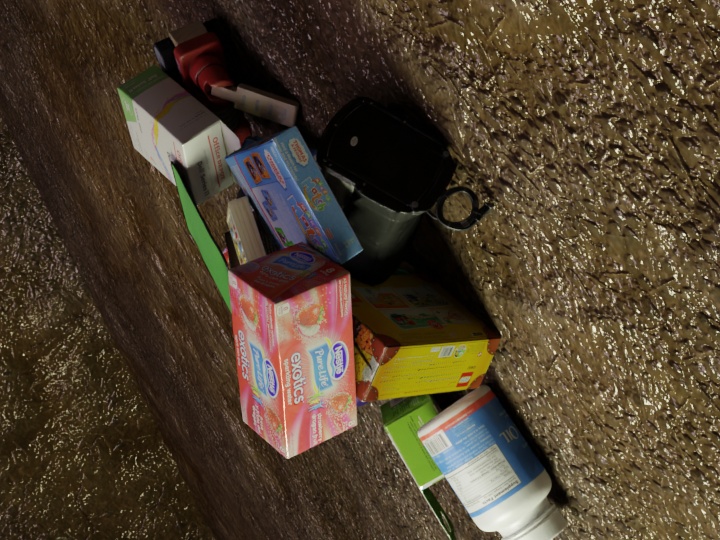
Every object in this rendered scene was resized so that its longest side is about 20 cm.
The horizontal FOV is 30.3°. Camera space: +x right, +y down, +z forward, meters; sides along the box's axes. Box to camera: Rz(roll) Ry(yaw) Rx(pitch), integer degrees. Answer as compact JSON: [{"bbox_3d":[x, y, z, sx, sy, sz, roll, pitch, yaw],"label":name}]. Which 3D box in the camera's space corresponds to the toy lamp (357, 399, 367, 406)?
[{"bbox_3d":[0.003,0.089,1.715,0.058,0.058,0.201,43,139,35],"label":"toy lamp"}]

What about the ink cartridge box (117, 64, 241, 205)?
[{"bbox_3d":[-0.234,-0.170,1.769,0.200,0.067,0.118,40,153,34],"label":"ink cartridge box"}]

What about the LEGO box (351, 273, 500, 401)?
[{"bbox_3d":[0.042,0.074,1.568,0.149,0.199,0.078,41,119,38],"label":"LEGO box"}]

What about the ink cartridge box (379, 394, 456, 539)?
[{"bbox_3d":[0.108,0.263,1.801,0.201,0.075,0.148,59,-178,-5],"label":"ink cartridge box"}]

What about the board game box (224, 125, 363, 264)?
[{"bbox_3d":[-0.078,-0.077,1.488,0.152,0.036,0.200,61,163,-9],"label":"board game box"}]

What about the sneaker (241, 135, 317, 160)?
[{"bbox_3d":[-0.101,-0.131,1.730,0.104,0.076,0.200,17,175,-23],"label":"sneaker"}]

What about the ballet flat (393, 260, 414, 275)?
[{"bbox_3d":[0.000,0.000,1.740,0.068,0.068,0.199,21,151,-31],"label":"ballet flat"}]

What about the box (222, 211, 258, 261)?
[{"bbox_3d":[-0.107,0.022,1.793,0.137,0.039,0.201,-47,61,44],"label":"box"}]

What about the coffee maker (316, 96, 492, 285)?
[{"bbox_3d":[0.027,-0.068,1.500,0.193,0.134,0.200,52,159,14],"label":"coffee maker"}]

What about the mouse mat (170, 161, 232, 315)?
[{"bbox_3d":[-0.200,-0.030,1.742,0.161,0.007,0.201,86,158,-57],"label":"mouse mat"}]

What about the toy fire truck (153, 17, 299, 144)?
[{"bbox_3d":[-0.174,-0.223,1.799,0.200,0.128,0.177,55,162,39],"label":"toy fire truck"}]

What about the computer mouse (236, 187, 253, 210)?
[{"bbox_3d":[-0.160,-0.052,1.946,0.200,0.046,0.142,101,172,-73],"label":"computer mouse"}]

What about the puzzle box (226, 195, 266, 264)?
[{"bbox_3d":[-0.120,0.019,1.602,0.133,0.025,0.202,126,126,-80],"label":"puzzle box"}]

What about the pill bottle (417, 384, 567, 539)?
[{"bbox_3d":[0.168,0.254,1.662,0.201,0.112,0.112,56,160,5],"label":"pill bottle"}]

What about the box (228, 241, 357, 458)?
[{"bbox_3d":[-0.071,0.086,1.447,0.094,0.102,0.202,32,133,45],"label":"box"}]

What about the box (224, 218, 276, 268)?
[{"bbox_3d":[-0.070,-0.029,1.682,0.199,0.075,0.101,-20,76,30],"label":"box"}]
